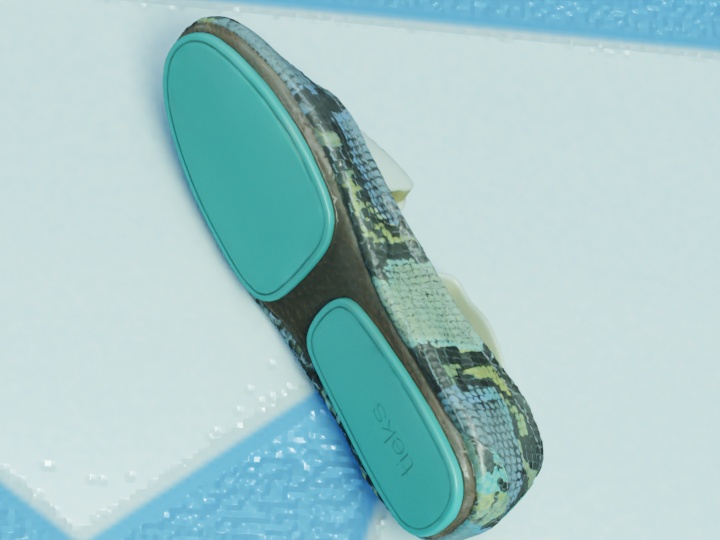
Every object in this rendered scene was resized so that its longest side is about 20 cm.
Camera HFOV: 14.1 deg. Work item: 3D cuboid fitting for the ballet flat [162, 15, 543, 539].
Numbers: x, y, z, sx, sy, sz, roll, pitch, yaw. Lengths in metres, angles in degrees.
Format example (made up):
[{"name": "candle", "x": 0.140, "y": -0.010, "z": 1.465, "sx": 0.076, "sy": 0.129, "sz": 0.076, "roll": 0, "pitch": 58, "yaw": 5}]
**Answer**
[{"name": "ballet flat", "x": 0.000, "y": 0.000, "z": 1.002, "sx": 0.074, "sy": 0.074, "sz": 0.201, "roll": -23, "pitch": 79, "yaw": -22}]
